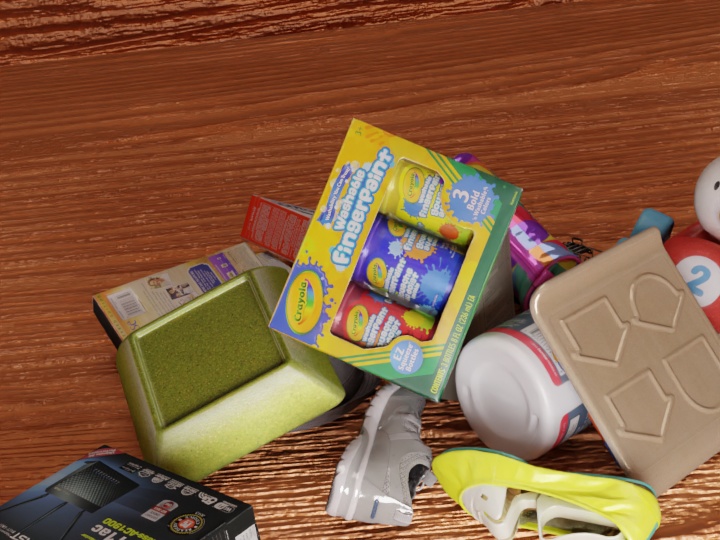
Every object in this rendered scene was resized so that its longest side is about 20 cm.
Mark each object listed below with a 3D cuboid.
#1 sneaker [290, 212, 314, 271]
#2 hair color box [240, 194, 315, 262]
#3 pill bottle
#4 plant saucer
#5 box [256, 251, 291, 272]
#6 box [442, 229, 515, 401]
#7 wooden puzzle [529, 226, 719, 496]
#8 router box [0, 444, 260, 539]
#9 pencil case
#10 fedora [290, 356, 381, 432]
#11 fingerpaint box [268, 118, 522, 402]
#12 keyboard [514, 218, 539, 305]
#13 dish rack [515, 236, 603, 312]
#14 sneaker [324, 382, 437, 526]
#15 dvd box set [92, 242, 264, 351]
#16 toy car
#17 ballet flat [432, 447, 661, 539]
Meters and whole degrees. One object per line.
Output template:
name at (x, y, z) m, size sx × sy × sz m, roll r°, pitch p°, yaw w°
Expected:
sneaker at (0.000, 0.000, 1.372) m, size 0.198 × 0.079 × 0.132 m, roll -4°, pitch 53°, yaw 48°
hair color box at (-0.052, -0.037, 1.584) m, size 0.110 × 0.065 × 0.199 m, roll 13°, pitch 8°, yaw -38°
pill bottle at (0.194, 0.084, 1.181) m, size 0.198 × 0.122 × 0.119 m, roll -23°, pitch 26°, yaw -37°
plant saucer at (-0.137, 0.088, 1.202) m, size 0.198 × 0.048 × 0.201 m, roll -28°, pitch 44°, yaw -2°
box at (-0.176, 0.036, 1.515) m, size 0.197 × 0.049 × 0.117 m, roll -14°, pitch 23°, yaw -23°
box at (0.101, 0.021, 1.255) m, size 0.077 × 0.203 × 0.095 m, roll 5°, pitch 23°, yaw 28°
wooden puzzle at (0.245, 0.082, 1.111) m, size 0.184 × 0.202 × 0.046 m, roll -23°, pitch -7°, yaw -37°
router box at (-0.200, 0.223, 1.025) m, size 0.198 × 0.063 × 0.149 m, roll 12°, pitch 29°, yaw 39°
pencil case at (0.147, -0.040, 1.337) m, size 0.087 × 0.089 × 0.200 m, roll -19°, pitch 49°, yaw -30°
fedora at (-0.068, 0.084, 1.298) m, size 0.174 × 0.092 × 0.200 m, roll 4°, pitch 24°, yaw 26°
fingerpaint box at (0.032, -0.008, 1.130) m, size 0.165 × 0.203 × 0.073 m, roll 23°, pitch -4°, yaw 7°
keyboard at (0.167, -0.016, 1.435) m, size 0.104 × 0.040 × 0.199 m, roll -51°, pitch 31°, yaw -7°
dish rack at (0.240, 0.019, 1.426) m, size 0.152 × 0.055 × 0.199 m, roll -18°, pitch 22°, yaw -27°
sneaker at (0.031, 0.168, 1.116) m, size 0.081 × 0.076 × 0.200 m, roll 21°, pitch 28°, yaw 7°
dvd box set at (-0.179, 0.052, 1.414) m, size 0.198 × 0.030 × 0.147 m, roll -21°, pitch 51°, yaw -28°
toy car at (0.368, -0.044, 1.270) m, size 0.182 × 0.202 × 0.177 m, roll 27°, pitch 33°, yaw 18°
ballet flat at (0.140, 0.190, 1.018) m, size 0.197 × 0.067 × 0.067 m, roll 6°, pitch 46°, yaw 26°
